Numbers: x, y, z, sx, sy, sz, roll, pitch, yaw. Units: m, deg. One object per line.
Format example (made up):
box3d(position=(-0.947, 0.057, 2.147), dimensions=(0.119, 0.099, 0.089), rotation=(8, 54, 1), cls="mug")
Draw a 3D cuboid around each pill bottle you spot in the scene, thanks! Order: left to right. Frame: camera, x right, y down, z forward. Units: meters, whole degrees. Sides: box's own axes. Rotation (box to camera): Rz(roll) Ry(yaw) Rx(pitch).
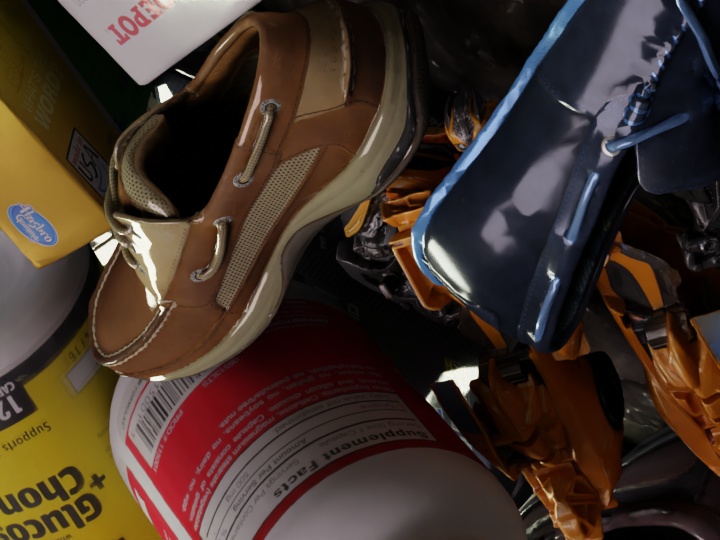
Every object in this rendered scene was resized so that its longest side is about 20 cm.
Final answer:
box3d(position=(-0.123, 0.076, 1.111), dimensions=(0.112, 0.112, 0.200), rotation=(15, 144, 44), cls="pill bottle")
box3d(position=(-0.008, 0.094, 0.991), dimensions=(0.200, 0.112, 0.112), rotation=(48, 168, 51), cls="pill bottle")

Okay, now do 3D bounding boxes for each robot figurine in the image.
box3d(position=(0.077, 0.014, 0.967), dimensions=(0.145, 0.058, 0.200), rotation=(-16, 132, 22), cls="robot figurine")

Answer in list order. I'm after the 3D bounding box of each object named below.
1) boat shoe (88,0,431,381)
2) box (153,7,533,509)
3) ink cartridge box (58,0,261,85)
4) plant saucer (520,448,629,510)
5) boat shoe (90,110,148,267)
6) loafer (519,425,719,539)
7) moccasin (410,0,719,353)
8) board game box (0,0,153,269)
box3d(position=(-0.053, -0.032, 0.940), dimensions=(0.074, 0.076, 0.200), rotation=(9, 142, -31), cls="boat shoe")
box3d(position=(0.000, 0.000, 1.093), dimensions=(0.158, 0.051, 0.200), rotation=(28, 145, 28), cls="box")
box3d(position=(-0.092, -0.176, 0.918), dimensions=(0.200, 0.088, 0.145), rotation=(45, 154, -11), cls="ink cartridge box")
box3d(position=(0.089, 0.128, 1.216), dimensions=(0.200, 0.032, 0.200), rotation=(32, 152, 19), cls="plant saucer")
box3d(position=(-0.112, -0.011, 1.212), dimensions=(0.060, 0.072, 0.200), rotation=(52, 158, 7), cls="boat shoe")
box3d(position=(0.100, 0.121, 1.099), dimensions=(0.072, 0.063, 0.200), rotation=(41, 140, -3), cls="loafer")
box3d(position=(0.092, -0.053, 0.831), dimensions=(0.068, 0.080, 0.200), rotation=(46, 135, 12), cls="moccasin")
box3d(position=(-0.156, -0.120, 1.011), dimensions=(0.040, 0.153, 0.200), rotation=(-27, 121, 24), cls="board game box")
